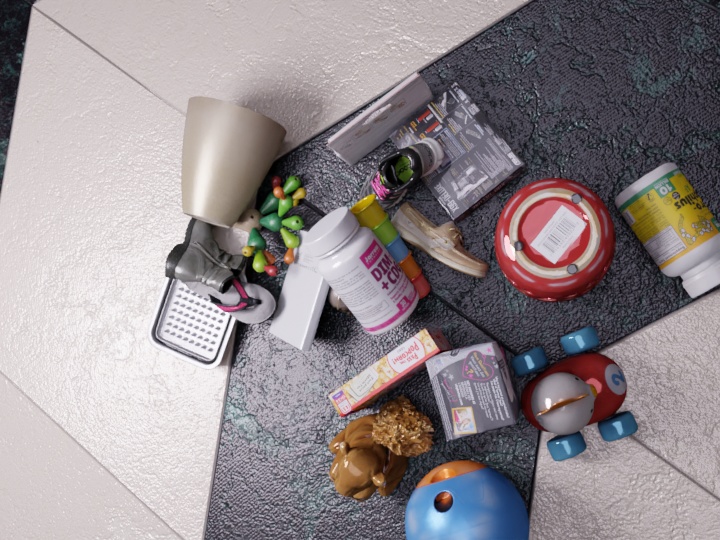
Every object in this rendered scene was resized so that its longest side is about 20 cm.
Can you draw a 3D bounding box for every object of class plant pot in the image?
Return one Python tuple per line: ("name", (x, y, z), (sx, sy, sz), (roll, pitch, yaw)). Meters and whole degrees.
("plant pot", (0.313, -0.053, 1.220), (0.199, 0.182, 0.202), (-2, 84, 16))
("plant pot", (-0.251, -0.186, 1.370), (0.186, 0.187, 0.202), (15, 87, 15))

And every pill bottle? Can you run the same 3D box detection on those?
("pill bottle", (0.000, 0.000, 1.254), (0.113, 0.114, 0.200), (-35, 110, 10))
("pill bottle", (0.510, -0.062, 1.201), (0.112, 0.113, 0.201), (-33, 78, 10))

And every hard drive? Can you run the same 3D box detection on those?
("hard drive", (-0.101, 0.033, 1.364), (0.132, 0.027, 0.202), (18, 91, 56))

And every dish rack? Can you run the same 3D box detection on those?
("dish rack", (-0.310, 0.075, 1.447), (0.170, 0.044, 0.201), (20, 91, 15))

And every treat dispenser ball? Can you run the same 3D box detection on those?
("treat dispenser ball", (0.171, 0.412, 1.210), (0.199, 0.201, 0.203), (-1, 86, 15))

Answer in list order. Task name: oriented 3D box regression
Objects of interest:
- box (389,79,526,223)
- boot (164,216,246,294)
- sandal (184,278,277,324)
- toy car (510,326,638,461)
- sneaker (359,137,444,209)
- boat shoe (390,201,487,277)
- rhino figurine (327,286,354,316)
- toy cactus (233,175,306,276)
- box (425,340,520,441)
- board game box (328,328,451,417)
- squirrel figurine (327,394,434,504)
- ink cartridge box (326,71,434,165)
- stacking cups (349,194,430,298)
("box", (0.172, -0.211, 1.335), (0.157, 0.050, 0.201), (-39, 77, 10))
("boot", (-0.271, -0.034, 1.399), (0.130, 0.201, 0.068), (16, 132, 2))
("sandal", (-0.247, 0.043, 1.387), (0.199, 0.045, 0.076), (22, 91, 15))
("toy car", (0.337, 0.200, 1.182), (0.176, 0.200, 0.186), (-24, 81, 12))
("sneaker", (0.053, -0.162, 1.313), (0.200, 0.087, 0.074), (-33, 83, 42))
("boat shoe", (0.143, -0.057, 1.319), (0.199, 0.074, 0.070), (31, 100, 16))
("rhino figurine", (-0.013, -0.018, 1.350), (0.059, 0.087, 0.202), (13, 89, 15))
("toy cactus", (-0.182, -0.091, 1.396), (0.164, 0.102, 0.202), (6, 78, 33))
("box", (0.190, 0.189, 1.223), (0.114, 0.200, 0.133), (-17, 82, 11))
("board game box", (0.055, 0.172, 1.286), (0.199, 0.151, 0.046), (-36, 78, 10))
("squirrel figurine", (0.027, 0.298, 1.265), (0.200, 0.187, 0.142), (-46, 76, 7))
("ink cartridge box", (0.030, -0.273, 1.313), (0.199, 0.173, 0.044), (-36, 78, 10))
("stacking cups", (0.057, -0.035, 1.305), (0.060, 0.061, 0.201), (-32, 106, 10))
